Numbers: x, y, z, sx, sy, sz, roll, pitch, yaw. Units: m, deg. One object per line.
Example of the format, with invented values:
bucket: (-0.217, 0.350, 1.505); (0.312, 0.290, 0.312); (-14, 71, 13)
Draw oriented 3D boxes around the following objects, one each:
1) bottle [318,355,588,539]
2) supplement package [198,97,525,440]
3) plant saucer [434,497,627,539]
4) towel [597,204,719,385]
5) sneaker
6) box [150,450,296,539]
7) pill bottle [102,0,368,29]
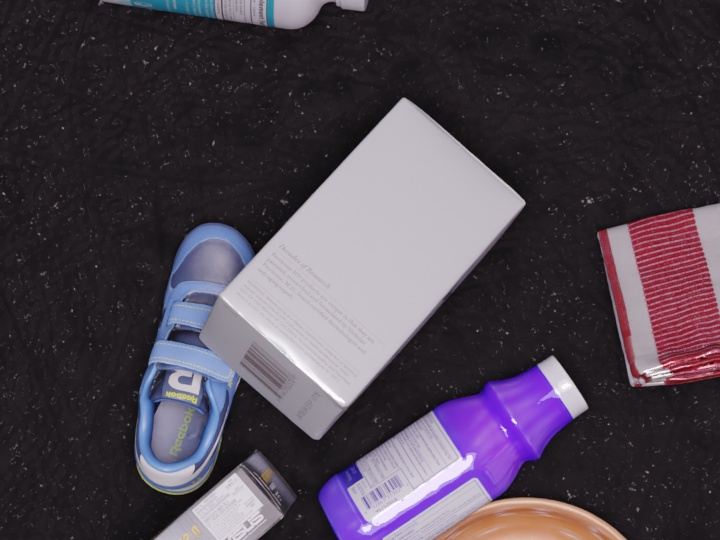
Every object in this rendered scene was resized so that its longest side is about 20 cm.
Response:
bottle: (0.068, 0.135, 1.592); (0.200, 0.084, 0.065); (-34, 122, 0)
supplement package: (0.000, 0.000, 1.554); (0.117, 0.117, 0.200); (41, 71, 3)
plant saucer: (0.120, 0.263, 1.609); (0.200, 0.037, 0.200); (0, 89, 2)
towel: (0.277, 0.005, 1.571); (0.200, 0.023, 0.144); (-11, 50, 4)
sneaker: (-0.116, 0.064, 1.603); (0.074, 0.082, 0.200); (10, 87, 4)
box: (-0.136, 0.211, 1.561); (0.200, 0.158, 0.048); (-41, 89, 1)
pill bottle: (-0.090, -0.234, 1.598); (0.200, 0.111, 0.111); (8, 88, 2)
